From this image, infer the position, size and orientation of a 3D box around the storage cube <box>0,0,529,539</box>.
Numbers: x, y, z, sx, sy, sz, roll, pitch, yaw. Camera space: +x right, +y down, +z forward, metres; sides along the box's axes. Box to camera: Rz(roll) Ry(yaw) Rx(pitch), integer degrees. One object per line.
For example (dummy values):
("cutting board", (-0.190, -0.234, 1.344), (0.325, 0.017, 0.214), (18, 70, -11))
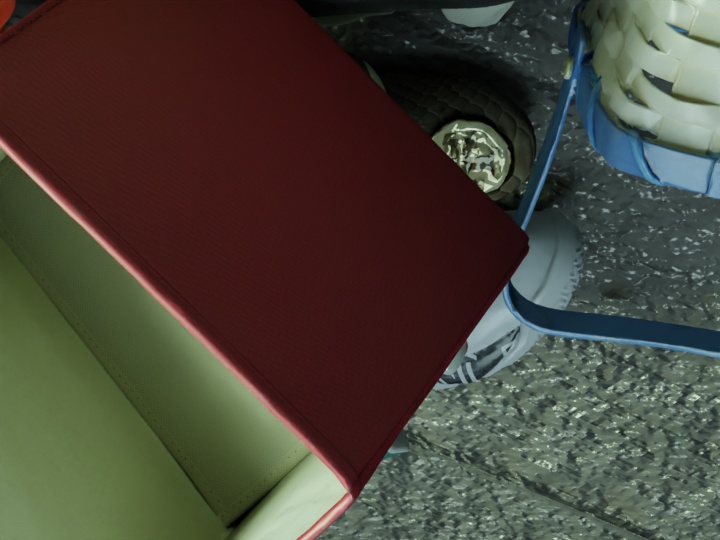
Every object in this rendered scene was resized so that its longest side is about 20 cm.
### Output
("storage cube", (-0.077, 0.017, 0.785), (0.200, 0.180, 0.171), (44, 124, -3))

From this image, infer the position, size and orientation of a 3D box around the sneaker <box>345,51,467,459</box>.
("sneaker", (0.000, 0.001, 0.919), (0.093, 0.071, 0.201), (0, 126, -19))

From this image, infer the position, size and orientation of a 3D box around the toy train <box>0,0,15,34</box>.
("toy train", (-0.174, -0.057, 0.856), (0.055, 0.151, 0.200), (33, 159, 8))

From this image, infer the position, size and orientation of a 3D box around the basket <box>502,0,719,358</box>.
("basket", (0.154, -0.052, 0.811), (0.175, 0.139, 0.201), (11, 116, -6))

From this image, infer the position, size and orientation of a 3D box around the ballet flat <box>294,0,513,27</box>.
("ballet flat", (0.014, -0.120, 0.829), (0.199, 0.069, 0.068), (0, 157, 28))

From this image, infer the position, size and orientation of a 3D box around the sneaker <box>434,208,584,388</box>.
("sneaker", (-0.010, 0.000, 0.991), (0.199, 0.076, 0.115), (-15, 143, 34))

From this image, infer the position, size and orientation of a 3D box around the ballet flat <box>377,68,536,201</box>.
("ballet flat", (-0.029, -0.048, 0.938), (0.198, 0.046, 0.068), (4, 116, 8))
